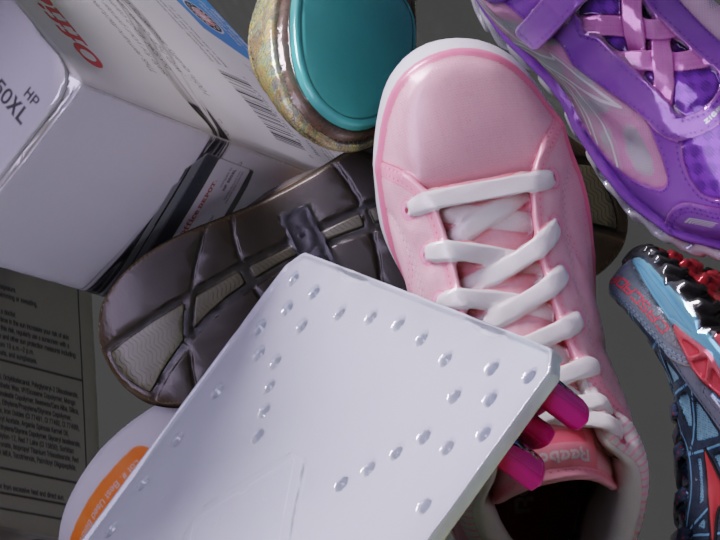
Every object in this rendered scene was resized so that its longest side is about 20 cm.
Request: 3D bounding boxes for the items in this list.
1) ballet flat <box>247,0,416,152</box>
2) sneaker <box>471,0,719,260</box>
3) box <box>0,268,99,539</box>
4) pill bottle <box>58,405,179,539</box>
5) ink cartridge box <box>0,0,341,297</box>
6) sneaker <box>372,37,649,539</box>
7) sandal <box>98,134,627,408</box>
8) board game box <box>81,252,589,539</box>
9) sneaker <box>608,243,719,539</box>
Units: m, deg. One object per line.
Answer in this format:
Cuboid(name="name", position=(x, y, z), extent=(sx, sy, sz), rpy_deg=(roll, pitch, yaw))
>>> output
Cuboid(name="ballet flat", position=(-0.013, -0.108, 1.004), extent=(0.071, 0.071, 0.200), rpy_deg=(-18, 42, 29))
Cuboid(name="sneaker", position=(0.093, -0.084, 0.936), extent=(0.080, 0.088, 0.200), rpy_deg=(-42, 57, 1))
Cuboid(name="box", position=(-0.189, 0.019, 1.083), extent=(0.109, 0.128, 0.201), rpy_deg=(-14, 72, 30))
Cuboid(name="pill bottle", position=(-0.016, 0.141, 0.953), extent=(0.110, 0.109, 0.200), rpy_deg=(-51, 57, 13))
Cuboid(name="ink cartridge box", position=(-0.105, -0.062, 1.002), extent=(0.084, 0.200, 0.145), rpy_deg=(-50, 57, 14))
Cuboid(name="sneaker", position=(0.056, 0.023, 0.898), extent=(0.075, 0.105, 0.201), rpy_deg=(-10, 103, -7))
Cuboid(name="sandal", position=(0.000, 0.000, 0.976), extent=(0.200, 0.055, 0.082), rpy_deg=(-24, 81, -6))
Cuboid(name="board game box", position=(-0.032, 0.095, 0.842), extent=(0.200, 0.026, 0.200), rpy_deg=(-54, 25, -7))
Cuboid(name="sneaker", position=(0.128, 0.081, 0.892), extent=(0.096, 0.079, 0.200), rpy_deg=(-42, 60, 21))
